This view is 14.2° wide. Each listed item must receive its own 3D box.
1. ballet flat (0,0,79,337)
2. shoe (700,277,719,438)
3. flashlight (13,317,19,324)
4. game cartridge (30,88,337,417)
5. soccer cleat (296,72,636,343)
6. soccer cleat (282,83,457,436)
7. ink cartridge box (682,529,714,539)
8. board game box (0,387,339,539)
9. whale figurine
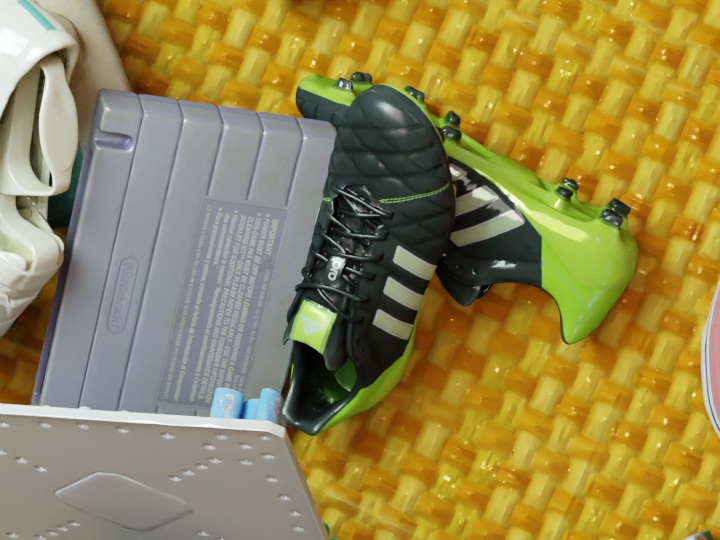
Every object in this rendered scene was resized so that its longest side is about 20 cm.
[{"bbox_3d":[-0.172,-0.035,1.406,0.069,0.069,0.201,14,114,11],"label":"ballet flat"},{"bbox_3d":[0.214,-0.005,1.440,0.071,0.091,0.201,15,89,11],"label":"shoe"},{"bbox_3d":[-0.254,-0.044,1.501,0.200,0.068,0.068,40,75,4],"label":"flashlight"},{"bbox_3d":[-0.091,0.010,1.471,0.129,0.038,0.201,6,114,-21],"label":"game cartridge"},{"bbox_3d":[0.046,-0.033,1.484,0.199,0.067,0.081,30,107,11],"label":"soccer cleat"},{"bbox_3d":[0.000,0.000,1.435,0.067,0.081,0.201,28,133,22],"label":"soccer cleat"},{"bbox_3d":[0.177,0.235,1.407,0.084,0.146,0.201,-28,83,7],"label":"ink cartridge box"},{"bbox_3d":[-0.117,0.106,1.451,0.199,0.200,0.026,3,63,11],"label":"board game box"},{"bbox_3d":[-0.184,-0.117,1.488,0.103,0.159,0.201,-21,102,-9],"label":"whale figurine"}]
